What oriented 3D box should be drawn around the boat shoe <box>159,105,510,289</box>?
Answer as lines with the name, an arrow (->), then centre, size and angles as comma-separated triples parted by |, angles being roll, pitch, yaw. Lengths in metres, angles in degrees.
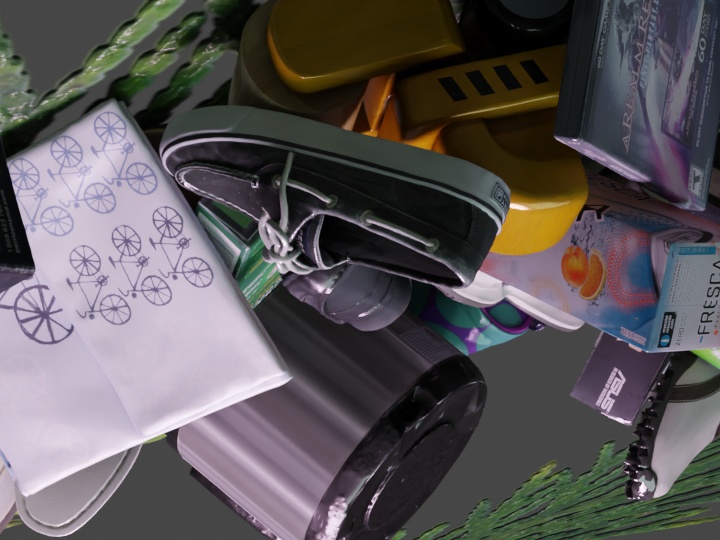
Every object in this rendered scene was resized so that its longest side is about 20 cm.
boat shoe -> -0.023, -0.031, 1.390 | 0.199, 0.068, 0.074 | 15, 157, 22

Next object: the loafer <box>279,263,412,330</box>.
loafer -> 0.000, 0.000, 1.623 | 0.068, 0.070, 0.201 | -50, 175, 3

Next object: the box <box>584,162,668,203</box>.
box -> 0.157, -0.027, 1.841 | 0.082, 0.068, 0.200 | -29, 159, 33

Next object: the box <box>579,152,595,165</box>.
box -> 0.135, -0.107, 1.604 | 0.200, 0.044, 0.160 | -15, 164, -3

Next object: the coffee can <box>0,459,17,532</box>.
coffee can -> -0.282, 0.094, 1.685 | 0.146, 0.147, 0.200 | -14, 163, -8

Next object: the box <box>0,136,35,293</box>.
box -> -0.306, -0.019, 1.350 | 0.197, 0.118, 0.200 | -27, 161, 33

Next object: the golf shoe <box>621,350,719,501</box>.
golf shoe -> 0.232, 0.069, 1.653 | 0.200, 0.094, 0.078 | -55, 170, -26

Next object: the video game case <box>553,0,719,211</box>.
video game case -> 0.155, -0.119, 1.431 | 0.019, 0.143, 0.200 | 7, 174, 25

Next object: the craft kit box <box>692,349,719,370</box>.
craft kit box -> 0.274, -0.061, 1.583 | 0.200, 0.048, 0.198 | -56, 178, -33

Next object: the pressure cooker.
pressure cooker -> -0.038, 0.077, 1.790 | 0.179, 0.200, 0.176 | -47, 163, -16

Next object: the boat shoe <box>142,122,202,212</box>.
boat shoe -> -0.140, -0.030, 1.582 | 0.200, 0.072, 0.068 | -44, -178, 43

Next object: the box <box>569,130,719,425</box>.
box -> 0.208, -0.009, 1.717 | 0.160, 0.043, 0.200 | -66, 170, 25

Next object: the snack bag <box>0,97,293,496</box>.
snack bag -> -0.164, 0.019, 1.519 | 0.200, 0.189, 0.021 | -24, -164, 25

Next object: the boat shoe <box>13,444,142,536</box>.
boat shoe -> -0.154, 0.072, 1.695 | 0.076, 0.200, 0.060 | 27, 179, 7

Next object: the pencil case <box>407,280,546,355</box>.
pencil case -> 0.031, 0.040, 1.912 | 0.200, 0.085, 0.092 | -27, -174, 34

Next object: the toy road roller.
toy road roller -> 0.040, -0.079, 1.430 | 0.200, 0.146, 0.123 | -13, 163, -12

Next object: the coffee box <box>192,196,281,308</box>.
coffee box -> -0.055, -0.031, 1.580 | 0.123, 0.044, 0.200 | -47, 174, -20

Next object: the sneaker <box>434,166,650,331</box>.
sneaker -> 0.107, -0.035, 1.657 | 0.115, 0.076, 0.200 | -46, 146, 21

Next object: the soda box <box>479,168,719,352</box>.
soda box -> 0.123, -0.016, 1.507 | 0.068, 0.064, 0.200 | -2, -162, -38
